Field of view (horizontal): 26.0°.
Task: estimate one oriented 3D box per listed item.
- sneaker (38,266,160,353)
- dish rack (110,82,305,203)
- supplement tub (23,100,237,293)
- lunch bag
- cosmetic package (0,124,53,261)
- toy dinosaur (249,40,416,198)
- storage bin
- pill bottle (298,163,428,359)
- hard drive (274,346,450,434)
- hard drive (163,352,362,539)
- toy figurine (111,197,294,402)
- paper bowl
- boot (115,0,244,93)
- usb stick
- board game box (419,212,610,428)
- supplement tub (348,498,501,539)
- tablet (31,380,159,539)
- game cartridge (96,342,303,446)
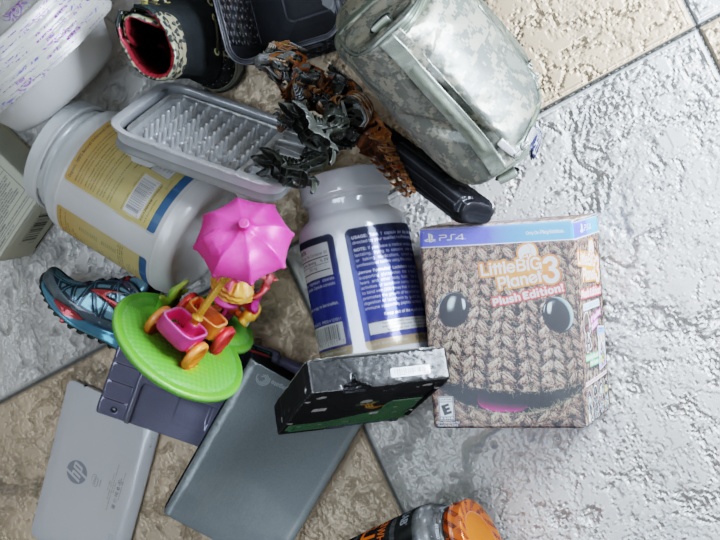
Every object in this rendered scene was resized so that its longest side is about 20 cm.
[{"bbox_3d":[-0.261,0.037,1.734,0.199,0.079,0.096,29,100,7],"label":"sneaker"},{"bbox_3d":[-0.145,-0.127,1.605,0.199,0.172,0.044,20,119,8],"label":"dish rack"},{"bbox_3d":[-0.245,-0.082,1.670,0.199,0.145,0.145,31,106,16],"label":"supplement tub"},{"bbox_3d":[0.078,-0.186,1.482,0.139,0.168,0.200,-36,113,19],"label":"lunch bag"},{"bbox_3d":[-0.436,-0.115,1.784,0.200,0.071,0.105,44,110,13],"label":"cosmetic package"},{"bbox_3d":[-0.028,-0.147,1.517,0.199,0.136,0.103,26,132,24],"label":"toy dinosaur"},{"bbox_3d":[-0.081,-0.321,1.608,0.134,0.094,0.201,-14,89,23],"label":"storage bin"},{"bbox_3d":[0.000,0.000,1.590,0.115,0.116,0.201,-13,83,23],"label":"pill bottle"},{"bbox_3d":[-0.003,0.119,1.542,0.139,0.200,0.038,-5,74,-13],"label":"hard drive"},{"bbox_3d":[-0.103,0.205,1.670,0.139,0.033,0.201,29,102,-7],"label":"hard drive"},{"bbox_3d":[-0.126,0.009,1.560,0.150,0.200,0.184,43,117,12],"label":"toy figurine"},{"bbox_3d":[-0.347,-0.229,1.675,0.200,0.201,0.104,-33,110,22],"label":"paper bowl"},{"bbox_3d":[-0.207,-0.281,1.629,0.073,0.154,0.205,-29,85,22],"label":"boot"},{"bbox_3d":[0.057,-0.101,1.551,0.200,0.055,0.033,41,111,44],"label":"usb stick"},{"bbox_3d":[0.154,0.049,1.546,0.158,0.097,0.202,-3,94,22],"label":"board game box"},{"bbox_3d":[0.045,0.318,1.604,0.199,0.122,0.123,-29,84,21],"label":"supplement tub"},{"bbox_3d":[-0.307,0.239,1.799,0.129,0.014,0.201,20,102,19],"label":"tablet"},{"bbox_3d":[-0.172,0.125,1.681,0.199,0.038,0.130,19,107,-6],"label":"game cartridge"}]
